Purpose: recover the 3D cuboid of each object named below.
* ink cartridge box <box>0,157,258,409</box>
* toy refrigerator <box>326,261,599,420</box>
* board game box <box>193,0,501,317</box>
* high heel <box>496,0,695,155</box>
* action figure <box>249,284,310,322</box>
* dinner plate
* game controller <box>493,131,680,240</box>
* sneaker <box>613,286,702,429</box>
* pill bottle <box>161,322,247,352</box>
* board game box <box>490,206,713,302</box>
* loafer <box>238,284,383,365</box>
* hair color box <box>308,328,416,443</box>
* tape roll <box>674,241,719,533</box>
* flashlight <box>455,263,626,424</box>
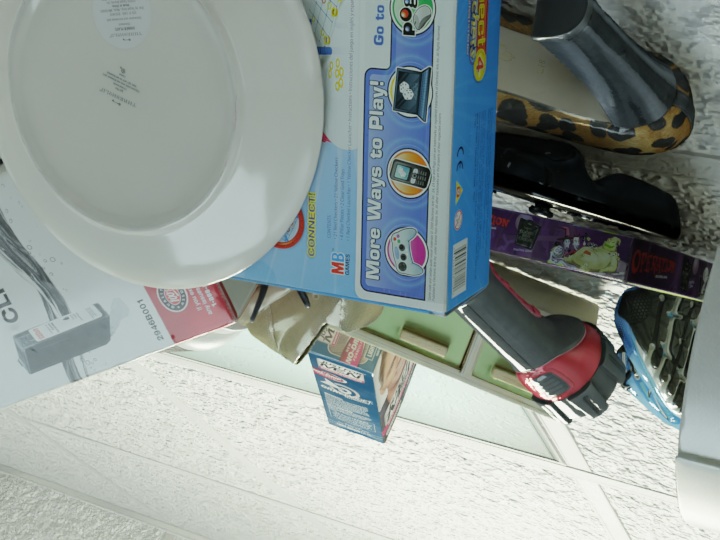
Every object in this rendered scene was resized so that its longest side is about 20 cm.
[{"bbox_3d":[-0.184,-0.013,0.861,0.198,0.084,0.146,-20,108,18],"label":"ink cartridge box"},{"bbox_3d":[0.070,0.032,0.988,0.198,0.077,0.070,22,-160,5],"label":"toy refrigerator"},{"bbox_3d":[-0.032,-0.095,0.648,0.193,0.203,0.056,10,-162,26],"label":"board game box"},{"bbox_3d":[0.074,-0.100,0.715,0.198,0.072,0.142,10,165,43],"label":"high heel"},{"bbox_3d":[-0.064,-0.080,0.761,0.117,0.102,0.203,-12,102,23],"label":"action figure"},{"bbox_3d":[-0.109,-0.086,0.640,0.198,0.203,0.024,16,-159,20],"label":"dinner plate"},{"bbox_3d":[0.100,-0.047,0.752,0.103,0.043,0.200,25,-177,-16],"label":"game controller"},{"bbox_3d":[0.216,0.073,0.965,0.089,0.079,0.200,12,157,37],"label":"sneaker"},{"bbox_3d":[-0.160,0.017,1.192,0.110,0.112,0.199,34,158,-28],"label":"pill bottle"},{"bbox_3d":[0.141,-0.009,0.797,0.119,0.033,0.199,9,180,32],"label":"board game box"},{"bbox_3d":[0.000,0.000,0.927,0.199,0.076,0.069,-33,96,32],"label":"loafer"},{"bbox_3d":[0.008,0.069,1.150,0.060,0.101,0.200,18,160,12],"label":"hair color box"},{"bbox_3d":[0.256,0.050,0.678,0.137,0.205,0.203,13,158,25],"label":"tape roll"},{"bbox_3d":[0.095,0.022,0.867,0.200,0.068,0.067,44,169,-32],"label":"flashlight"}]
